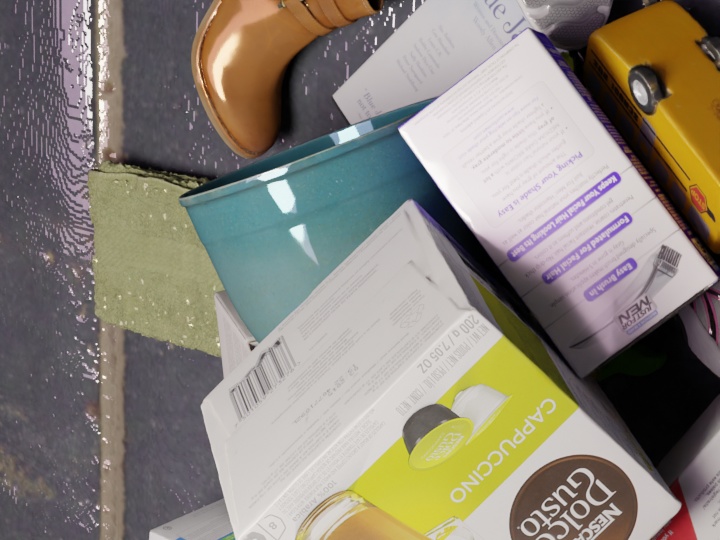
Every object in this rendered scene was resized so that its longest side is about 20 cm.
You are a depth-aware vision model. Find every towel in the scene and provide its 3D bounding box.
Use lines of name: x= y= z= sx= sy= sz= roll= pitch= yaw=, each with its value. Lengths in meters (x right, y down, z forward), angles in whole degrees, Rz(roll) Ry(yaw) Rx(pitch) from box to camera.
towel: x=-0.139 y=-0.008 z=1.726 sx=0.200 sy=0.036 sz=0.149 roll=10 pitch=109 yaw=35

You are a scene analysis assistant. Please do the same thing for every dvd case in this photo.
dvd case: x=0.077 y=-0.126 z=1.536 sx=0.200 sy=0.018 sz=0.143 roll=-43 pitch=74 yaw=37

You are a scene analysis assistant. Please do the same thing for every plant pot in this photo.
plant pot: x=0.000 y=0.000 z=1.502 sx=0.200 sy=0.200 sz=0.188 roll=-16 pitch=98 yaw=40

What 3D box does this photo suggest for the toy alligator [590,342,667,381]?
toy alligator: x=0.124 y=0.058 z=1.520 sx=0.200 sy=0.059 sz=0.054 roll=-11 pitch=95 yaw=39

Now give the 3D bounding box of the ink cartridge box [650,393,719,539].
ink cartridge box: x=0.264 y=0.195 z=1.355 sx=0.200 sy=0.084 sz=0.144 roll=41 pitch=89 yaw=-1

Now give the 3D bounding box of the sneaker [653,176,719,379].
sneaker: x=0.245 y=0.011 z=1.405 sx=0.200 sy=0.080 sz=0.086 roll=43 pitch=115 yaw=15

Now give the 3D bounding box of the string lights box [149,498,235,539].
string lights box: x=-0.061 y=0.248 z=1.690 sx=0.200 sy=0.103 sz=0.059 roll=21 pitch=114 yaw=33

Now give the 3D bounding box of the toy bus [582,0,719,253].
toy bus: x=0.221 y=-0.082 z=1.365 sx=0.200 sy=0.065 sz=0.078 roll=57 pitch=161 yaw=28

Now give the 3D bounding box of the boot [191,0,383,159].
boot: x=-0.044 y=-0.185 z=1.590 sx=0.155 sy=0.077 sz=0.200 roll=-1 pitch=94 yaw=34

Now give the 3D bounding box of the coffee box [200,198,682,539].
coffee box: x=0.045 y=0.116 z=1.349 sx=0.200 sy=0.200 sz=0.198 roll=-44 pitch=112 yaw=7

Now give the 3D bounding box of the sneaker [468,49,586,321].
sneaker: x=0.109 y=-0.053 z=1.466 sx=0.081 sy=0.074 sz=0.200 roll=6 pitch=101 yaw=16

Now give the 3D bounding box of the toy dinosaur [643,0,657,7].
toy dinosaur: x=0.182 y=-0.274 z=1.398 sx=0.088 sy=0.047 sz=0.200 roll=29 pitch=122 yaw=22

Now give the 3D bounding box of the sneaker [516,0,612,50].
sneaker: x=0.116 y=-0.239 z=1.448 sx=0.075 sy=0.082 sz=0.200 roll=-18 pitch=81 yaw=-4

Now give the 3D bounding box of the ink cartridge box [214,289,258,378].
ink cartridge box: x=-0.061 y=0.135 z=1.618 sx=0.176 sy=0.045 sz=0.200 roll=-127 pitch=29 yaw=-60

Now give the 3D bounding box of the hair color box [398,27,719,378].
hair color box: x=0.129 y=-0.043 z=1.373 sx=0.109 sy=0.065 sz=0.200 roll=-37 pitch=83 yaw=13
